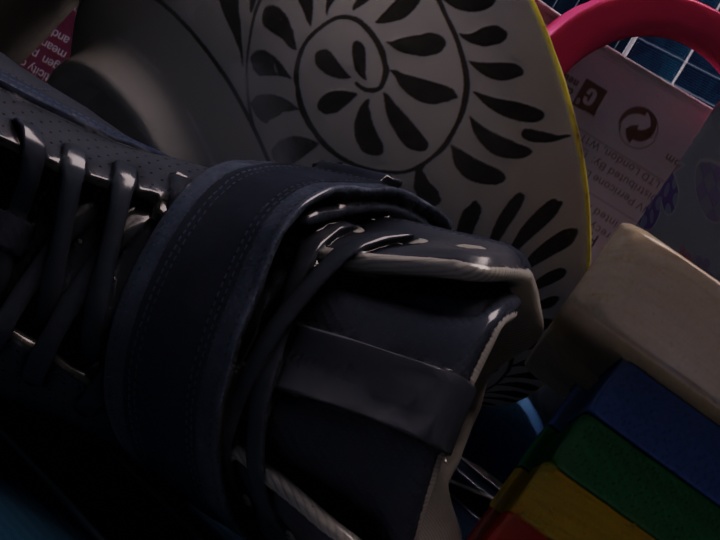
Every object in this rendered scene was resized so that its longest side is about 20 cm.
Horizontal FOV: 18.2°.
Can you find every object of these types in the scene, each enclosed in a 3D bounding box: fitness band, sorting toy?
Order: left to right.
[{"bbox_3d":[0.108,-0.027,0.992,0.143,0.200,0.037,34,-2,-9],"label":"fitness band"},{"bbox_3d":[0.109,0.086,0.475,0.198,0.070,0.200,36,-4,5],"label":"sorting toy"}]

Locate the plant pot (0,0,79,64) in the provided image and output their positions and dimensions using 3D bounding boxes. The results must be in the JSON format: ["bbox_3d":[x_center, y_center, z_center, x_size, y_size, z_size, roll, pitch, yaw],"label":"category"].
[{"bbox_3d":[-0.155,-0.140,0.649,0.199,0.178,0.200,31,5,-1],"label":"plant pot"}]

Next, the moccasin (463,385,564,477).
[{"bbox_3d":[0.020,-0.007,0.768,0.200,0.068,0.081,43,-29,40],"label":"moccasin"}]

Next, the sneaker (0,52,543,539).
[{"bbox_3d":[-0.053,-0.005,0.416,0.146,0.077,0.202,22,-3,41],"label":"sneaker"}]

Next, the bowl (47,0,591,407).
[{"bbox_3d":[-0.031,-0.036,0.654,0.094,0.201,0.201,-24,38,-27],"label":"bowl"}]

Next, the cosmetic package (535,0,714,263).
[{"bbox_3d":[0.078,-0.037,1.107,0.167,0.167,0.200,30,4,-12],"label":"cosmetic package"}]

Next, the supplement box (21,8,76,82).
[{"bbox_3d":[-0.091,-0.140,0.907,0.131,0.201,0.103,31,4,7],"label":"supplement box"}]

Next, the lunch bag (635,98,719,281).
[{"bbox_3d":[0.184,0.037,0.723,0.127,0.170,0.200,-14,60,-30],"label":"lunch bag"}]
